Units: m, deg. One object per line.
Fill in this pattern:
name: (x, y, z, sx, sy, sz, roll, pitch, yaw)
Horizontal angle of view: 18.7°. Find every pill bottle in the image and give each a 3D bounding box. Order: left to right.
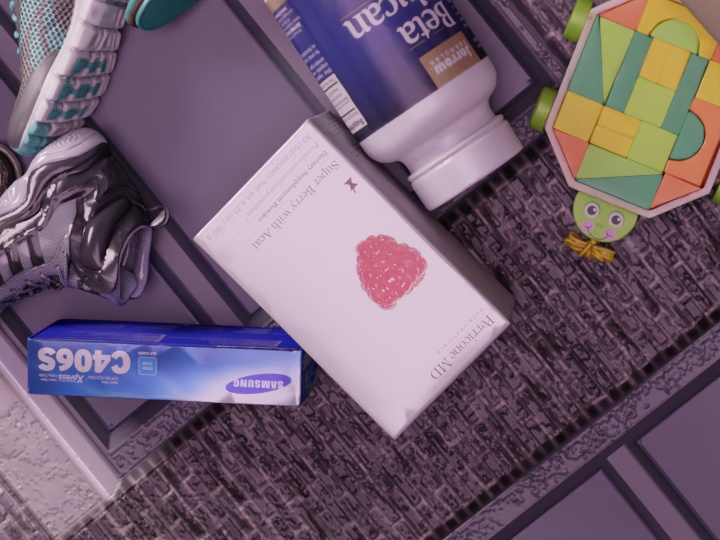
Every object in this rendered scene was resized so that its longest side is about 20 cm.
pill bottle: (0.027, -0.147, 1.540, 0.111, 0.111, 0.200, -34, 93, 9)

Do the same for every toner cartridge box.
toner cartridge box: (-0.135, 0.066, 1.595, 0.199, 0.095, 0.043, 2, 99, 7)

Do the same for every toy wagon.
toy wagon: (0.200, -0.099, 1.563, 0.154, 0.040, 0.201, 22, 99, 4)

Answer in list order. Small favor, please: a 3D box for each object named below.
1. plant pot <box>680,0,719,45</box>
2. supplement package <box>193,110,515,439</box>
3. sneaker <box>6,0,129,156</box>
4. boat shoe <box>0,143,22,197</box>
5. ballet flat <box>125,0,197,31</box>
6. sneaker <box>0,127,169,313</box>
plant pot: (0.252, -0.261, 1.481, 0.200, 0.187, 0.188, 42, 100, 15)
supplement package: (0.000, 0.000, 1.558, 0.200, 0.120, 0.121, 44, 99, -1)
sneaker: (-0.222, -0.183, 1.594, 0.091, 0.078, 0.201, 25, 96, 19)
boat shoe: (-0.330, -0.014, 1.623, 0.072, 0.061, 0.201, 45, 100, -1)
ballet flat: (-0.103, -0.258, 1.571, 0.200, 0.067, 0.071, -40, 72, 8)
sneaker: (-0.227, 0.002, 1.597, 0.114, 0.075, 0.200, 42, 97, 14)
